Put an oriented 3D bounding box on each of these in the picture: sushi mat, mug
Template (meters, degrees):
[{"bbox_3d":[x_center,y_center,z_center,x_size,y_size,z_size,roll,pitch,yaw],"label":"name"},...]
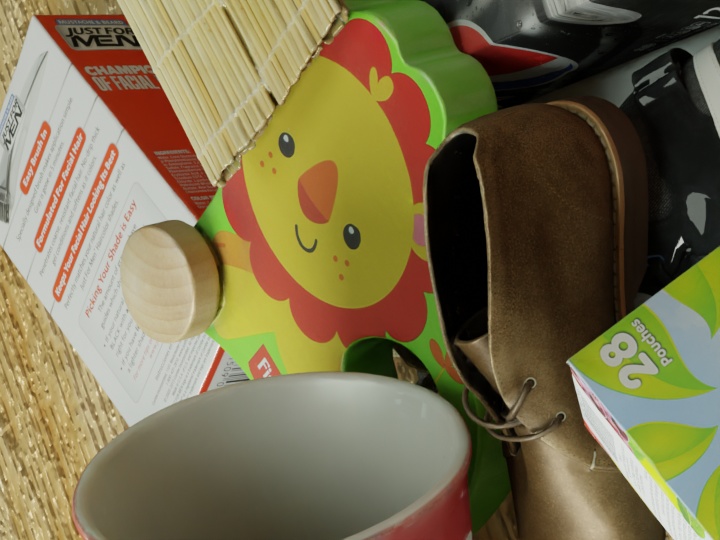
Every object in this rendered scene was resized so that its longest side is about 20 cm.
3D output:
[{"bbox_3d":[-0.071,-0.137,0.947,0.096,0.012,0.200,-48,59,36],"label":"sushi mat"},{"bbox_3d":[-0.027,0.162,0.868,0.133,0.177,0.201,9,120,35],"label":"mug"}]

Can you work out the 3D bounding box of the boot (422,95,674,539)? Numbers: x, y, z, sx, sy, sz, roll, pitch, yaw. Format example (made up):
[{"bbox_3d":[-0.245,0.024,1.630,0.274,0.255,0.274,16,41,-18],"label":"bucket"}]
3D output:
[{"bbox_3d":[0.058,0.045,0.844,0.073,0.075,0.201,-6,93,45],"label":"boot"}]

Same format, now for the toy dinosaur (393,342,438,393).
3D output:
[{"bbox_3d":[0.011,0.027,1.022,0.200,0.047,0.088,40,144,35],"label":"toy dinosaur"}]

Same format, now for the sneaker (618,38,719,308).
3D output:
[{"bbox_3d":[0.139,0.016,0.859,0.112,0.073,0.201,-22,67,29],"label":"sneaker"}]

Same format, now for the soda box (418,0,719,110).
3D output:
[{"bbox_3d":[0.058,-0.104,0.919,0.200,0.063,0.071,-19,70,56],"label":"soda box"}]

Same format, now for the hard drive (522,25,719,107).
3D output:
[{"bbox_3d":[0.088,-0.061,0.969,0.132,0.026,0.200,49,128,36],"label":"hard drive"}]

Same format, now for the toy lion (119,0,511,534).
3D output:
[{"bbox_3d":[0.000,0.000,0.937,0.200,0.068,0.192,59,138,17],"label":"toy lion"}]

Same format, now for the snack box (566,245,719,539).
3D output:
[{"bbox_3d":[0.186,0.060,0.738,0.168,0.068,0.200,-36,65,-4],"label":"snack box"}]

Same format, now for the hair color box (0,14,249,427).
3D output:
[{"bbox_3d":[-0.097,-0.017,1.162,0.200,0.064,0.111,50,129,34],"label":"hair color box"}]
